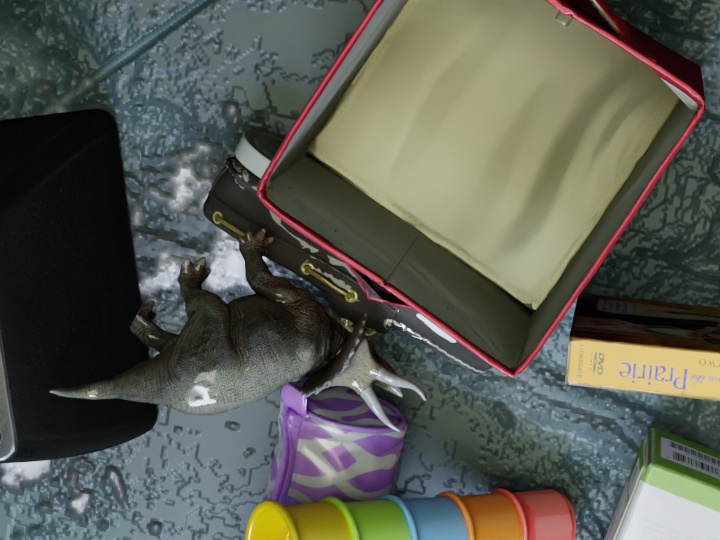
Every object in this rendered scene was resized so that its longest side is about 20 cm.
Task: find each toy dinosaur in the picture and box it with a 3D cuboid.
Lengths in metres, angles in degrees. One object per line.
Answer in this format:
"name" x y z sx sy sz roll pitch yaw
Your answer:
"toy dinosaur" -0.070 0.040 1.205 0.198 0.102 0.077 -8 130 -22

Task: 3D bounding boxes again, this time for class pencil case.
"pencil case" -0.036 0.163 1.295 0.085 0.084 0.202 8 103 -35

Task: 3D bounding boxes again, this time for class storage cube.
"storage cube" 0.069 -0.077 1.187 0.170 0.180 0.201 34 104 0

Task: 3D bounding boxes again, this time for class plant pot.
"plant pot" -0.245 0.026 1.253 0.198 0.177 0.201 -5 100 10

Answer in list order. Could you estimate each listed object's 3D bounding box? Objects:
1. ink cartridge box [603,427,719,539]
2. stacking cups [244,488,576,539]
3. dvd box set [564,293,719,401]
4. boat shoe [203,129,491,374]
"ink cartridge box" 0.199 0.216 1.278 0.147 0.076 0.201 21 104 3
"stacking cups" 0.032 0.150 1.251 0.199 0.060 0.061 -4 104 -34
"dvd box set" 0.214 0.047 1.207 0.198 0.146 0.030 6 100 8
"boat shoe" 0.000 0.000 1.270 0.201 0.072 0.061 37 108 7
